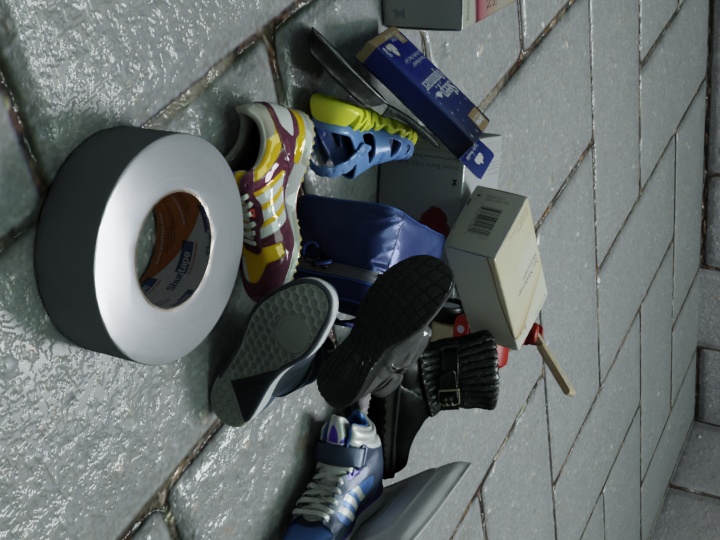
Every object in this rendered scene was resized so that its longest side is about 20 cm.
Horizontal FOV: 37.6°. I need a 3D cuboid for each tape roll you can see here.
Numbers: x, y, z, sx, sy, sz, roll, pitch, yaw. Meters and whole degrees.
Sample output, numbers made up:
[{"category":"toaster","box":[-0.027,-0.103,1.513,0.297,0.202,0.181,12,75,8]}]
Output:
[{"category":"tape roll","box":[-0.185,-0.022,0.916,0.200,0.066,0.201,-32,127,-56]}]

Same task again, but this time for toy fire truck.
[{"category":"toy fire truck","box":[0.218,0.116,1.578,0.176,0.199,0.129,-15,112,-60]}]

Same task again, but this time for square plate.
[{"category":"square plate","box":[0.025,0.316,1.336,0.029,0.198,0.200,57,38,-4]}]

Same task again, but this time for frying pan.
[{"category":"frying pan","box":[0.005,-0.201,1.167,0.031,0.115,0.190,-44,137,9]}]

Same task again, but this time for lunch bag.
[{"category":"lunch bag","box":[0.000,0.000,1.195,0.200,0.135,0.133,22,80,-60]}]

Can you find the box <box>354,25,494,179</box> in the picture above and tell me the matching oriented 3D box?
[{"category":"box","box":[0.087,-0.199,1.236,0.032,0.200,0.121,-43,-175,25]}]

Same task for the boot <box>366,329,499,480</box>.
[{"category":"boot","box":[0.096,0.177,1.368,0.080,0.157,0.212,-115,-154,-55]}]

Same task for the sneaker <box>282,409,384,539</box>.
[{"category":"sneaker","box":[-0.041,0.251,1.279,0.200,0.080,0.147,-32,119,-51]}]

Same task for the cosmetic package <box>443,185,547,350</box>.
[{"category":"cosmetic package","box":[0.173,0.000,1.329,0.104,0.073,0.200,-59,148,-25]}]

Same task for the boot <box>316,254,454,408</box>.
[{"category":"boot","box":[0.043,0.059,1.118,0.200,0.070,0.132,-48,161,21]}]

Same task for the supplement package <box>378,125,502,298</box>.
[{"category":"supplement package","box":[0.100,-0.079,1.372,0.120,0.121,0.201,-20,116,-59]}]

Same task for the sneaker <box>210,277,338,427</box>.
[{"category":"sneaker","box":[-0.061,0.065,1.100,0.202,0.077,0.146,-50,167,33]}]

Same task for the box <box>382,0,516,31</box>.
[{"category":"box","box":[0.118,-0.383,1.315,0.200,0.109,0.128,-41,134,-51]}]

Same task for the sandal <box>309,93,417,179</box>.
[{"category":"sandal","box":[-0.005,-0.145,1.214,0.200,0.079,0.087,3,108,-57]}]

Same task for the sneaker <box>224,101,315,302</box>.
[{"category":"sneaker","box":[-0.107,-0.067,1.055,0.090,0.075,0.201,3,95,-47]}]
